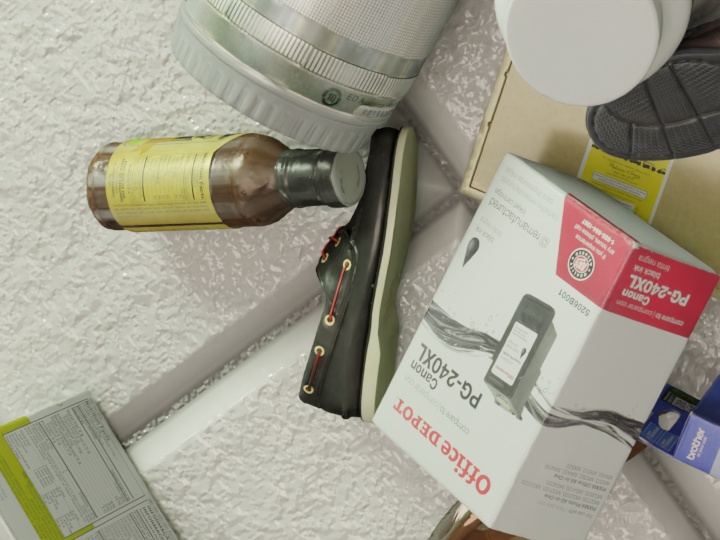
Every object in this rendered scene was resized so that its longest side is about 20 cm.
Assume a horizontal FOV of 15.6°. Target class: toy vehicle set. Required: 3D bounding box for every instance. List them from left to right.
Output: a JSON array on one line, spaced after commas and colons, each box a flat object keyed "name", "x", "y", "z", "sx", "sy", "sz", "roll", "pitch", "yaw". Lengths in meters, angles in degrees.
[{"name": "toy vehicle set", "x": 0.174, "y": -0.073, "z": 1.698, "sx": 0.199, "sy": 0.027, "sz": 0.125, "roll": 23, "pitch": 106, "yaw": 13}]

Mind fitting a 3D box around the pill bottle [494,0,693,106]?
[{"name": "pill bottle", "x": 0.143, "y": -0.173, "z": 1.588, "sx": 0.119, "sy": 0.200, "sz": 0.120, "roll": 4, "pitch": 112, "yaw": 9}]

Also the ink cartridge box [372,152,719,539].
[{"name": "ink cartridge box", "x": 0.112, "y": 0.051, "z": 1.638, "sx": 0.145, "sy": 0.083, "sz": 0.201, "roll": 39, "pitch": 106, "yaw": 49}]

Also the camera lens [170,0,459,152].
[{"name": "camera lens", "x": -0.013, "y": -0.197, "z": 1.667, "sx": 0.160, "sy": 0.160, "sz": 0.201, "roll": 33, "pitch": 108, "yaw": 10}]

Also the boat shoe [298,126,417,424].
[{"name": "boat shoe", "x": -0.001, "y": 0.001, "z": 1.745, "sx": 0.063, "sy": 0.074, "sz": 0.203, "roll": 13, "pitch": 105, "yaw": 13}]

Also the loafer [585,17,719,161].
[{"name": "loafer", "x": 0.235, "y": -0.126, "z": 1.637, "sx": 0.199, "sy": 0.063, "sz": 0.072, "roll": -21, "pitch": 113, "yaw": 12}]

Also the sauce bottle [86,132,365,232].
[{"name": "sauce bottle", "x": -0.088, "y": -0.058, "z": 1.747, "sx": 0.199, "sy": 0.065, "sz": 0.065, "roll": 0, "pitch": 100, "yaw": 32}]

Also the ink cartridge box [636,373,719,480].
[{"name": "ink cartridge box", "x": 0.274, "y": 0.113, "z": 1.649, "sx": 0.199, "sy": 0.119, "sz": 0.042, "roll": 22, "pitch": 110, "yaw": 14}]

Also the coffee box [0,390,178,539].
[{"name": "coffee box", "x": -0.248, "y": 0.230, "z": 1.803, "sx": 0.199, "sy": 0.198, "sz": 0.201, "roll": -34, "pitch": 86, "yaw": 22}]

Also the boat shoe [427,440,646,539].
[{"name": "boat shoe", "x": 0.110, "y": 0.156, "z": 1.738, "sx": 0.072, "sy": 0.076, "sz": 0.200, "roll": 44, "pitch": 112, "yaw": 4}]
